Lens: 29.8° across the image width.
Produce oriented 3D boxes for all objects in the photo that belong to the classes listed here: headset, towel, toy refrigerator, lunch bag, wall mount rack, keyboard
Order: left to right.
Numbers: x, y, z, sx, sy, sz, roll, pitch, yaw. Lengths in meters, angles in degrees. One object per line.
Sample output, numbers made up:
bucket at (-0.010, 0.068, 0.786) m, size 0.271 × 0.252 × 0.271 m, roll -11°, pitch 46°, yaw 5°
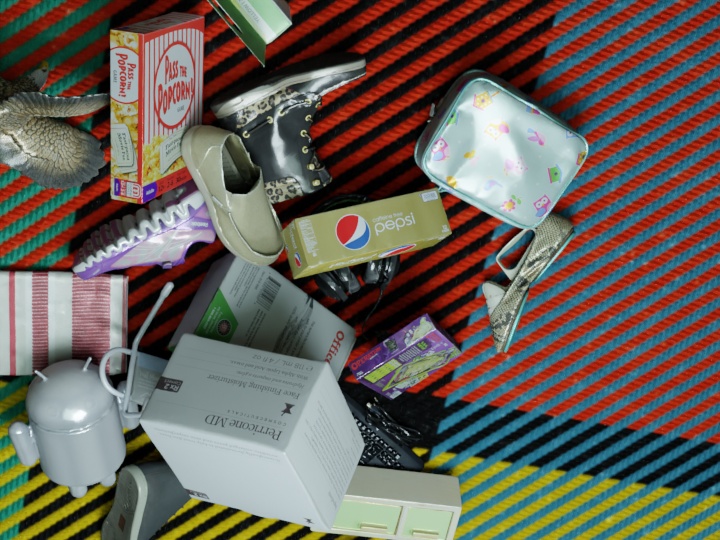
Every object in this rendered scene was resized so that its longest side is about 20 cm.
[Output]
towel at (-0.403, 0.068, 1.754) m, size 0.200 × 0.023 × 0.144 m, roll 1°, pitch 110°, yaw -9°
wall mount rack at (-0.232, 0.118, 1.748) m, size 0.200 × 0.074 × 0.174 m, roll 22°, pitch 67°, yaw -40°
headset at (0.000, 0.000, 1.740) m, size 0.123 × 0.094 × 0.200 m, roll -19°, pitch 98°, yaw -8°
keyboard at (0.006, 0.229, 1.861) m, size 0.200 × 0.040 × 0.104 m, roll 42°, pitch 101°, yaw -20°
toy refrigerator at (0.034, 0.324, 1.870) m, size 0.200 × 0.070 × 0.076 m, roll 8°, pitch 124°, yaw -8°
lunch bag at (0.172, -0.152, 1.722) m, size 0.200 × 0.077 × 0.161 m, roll 28°, pitch 106°, yaw -16°

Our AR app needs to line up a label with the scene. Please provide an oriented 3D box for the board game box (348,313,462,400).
board game box at (0.062, 0.115, 1.756) m, size 0.120 × 0.200 × 0.032 m, roll -29°, pitch 72°, yaw 6°

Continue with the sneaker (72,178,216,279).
sneaker at (-0.266, -0.033, 1.709) m, size 0.200 × 0.081 × 0.089 m, roll -28°, pitch 119°, yaw 2°

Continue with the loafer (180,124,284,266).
loafer at (-0.147, -0.089, 1.654) m, size 0.076 × 0.068 × 0.200 m, roll -50°, pitch 121°, yaw -34°

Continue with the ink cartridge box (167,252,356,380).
ink cartridge box at (-0.122, 0.089, 1.728) m, size 0.200 × 0.083 × 0.147 m, roll 38°, pitch 58°, yaw -19°

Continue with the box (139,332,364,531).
box at (-0.125, 0.195, 1.623) m, size 0.199 × 0.131 × 0.200 m, roll 9°, pitch 147°, yaw 23°

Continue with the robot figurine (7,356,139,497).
robot figurine at (-0.367, 0.198, 1.745) m, size 0.169 × 0.113 × 0.200 m, roll -21°, pitch 129°, yaw -24°

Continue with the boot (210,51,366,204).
boot at (-0.070, -0.177, 1.680) m, size 0.200 × 0.073 × 0.151 m, roll -19°, pitch 111°, yaw 4°

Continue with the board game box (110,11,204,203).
board game box at (-0.241, -0.196, 1.608) m, size 0.046 × 0.151 × 0.200 m, roll 10°, pitch 112°, yaw 19°

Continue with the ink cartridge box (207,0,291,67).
ink cartridge box at (-0.140, -0.323, 1.548) m, size 0.048 × 0.200 × 0.146 m, roll -38°, pitch 110°, yaw 9°

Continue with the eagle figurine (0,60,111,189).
eagle figurine at (-0.384, -0.190, 1.608) m, size 0.200 × 0.152 × 0.151 m, roll 29°, pitch 84°, yaw -12°

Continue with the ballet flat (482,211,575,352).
ballet flat at (0.209, 0.009, 1.801) m, size 0.075 × 0.068 × 0.200 m, roll 30°, pitch 99°, yaw 6°

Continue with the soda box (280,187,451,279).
soda box at (0.006, -0.047, 1.686) m, size 0.200 × 0.068 × 0.064 m, roll -13°, pitch 81°, yaw -22°

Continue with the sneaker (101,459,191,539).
sneaker at (-0.283, 0.336, 1.845) m, size 0.106 × 0.075 × 0.200 m, roll -11°, pitch 137°, yaw -38°
